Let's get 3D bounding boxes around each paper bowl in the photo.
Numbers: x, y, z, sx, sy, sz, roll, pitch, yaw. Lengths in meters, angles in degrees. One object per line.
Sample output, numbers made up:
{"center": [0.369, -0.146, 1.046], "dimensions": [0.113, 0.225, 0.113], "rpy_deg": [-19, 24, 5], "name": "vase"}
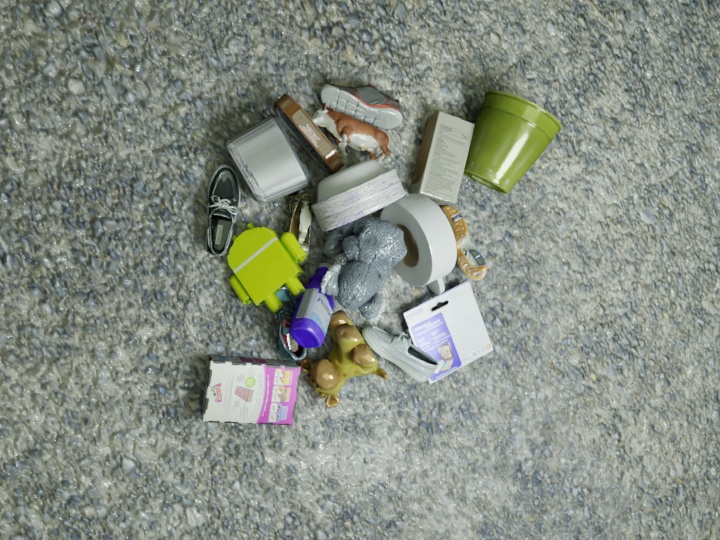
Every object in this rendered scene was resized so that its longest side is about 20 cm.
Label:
{"center": [-0.012, -0.171, 1.187], "dimensions": [0.200, 0.201, 0.104], "rpy_deg": [-26, 98, -15], "name": "paper bowl"}

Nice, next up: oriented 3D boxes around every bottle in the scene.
{"center": [-0.096, 0.071, 1.203], "dimensions": [0.084, 0.065, 0.200], "rpy_deg": [59, 33, -38], "name": "bottle"}

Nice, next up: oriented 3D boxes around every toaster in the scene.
{"center": [-0.203, -0.238, 1.172], "dimensions": [0.129, 0.114, 0.200], "rpy_deg": [-31, 103, -12], "name": "toaster"}

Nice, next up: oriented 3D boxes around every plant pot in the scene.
{"center": [0.346, -0.297, 1.321], "dimensions": [0.200, 0.200, 0.193], "rpy_deg": [25, 97, -18], "name": "plant pot"}

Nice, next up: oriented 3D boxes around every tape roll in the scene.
{"center": [0.127, -0.068, 1.241], "dimensions": [0.071, 0.202, 0.203], "rpy_deg": [-23, 100, -24], "name": "tape roll"}

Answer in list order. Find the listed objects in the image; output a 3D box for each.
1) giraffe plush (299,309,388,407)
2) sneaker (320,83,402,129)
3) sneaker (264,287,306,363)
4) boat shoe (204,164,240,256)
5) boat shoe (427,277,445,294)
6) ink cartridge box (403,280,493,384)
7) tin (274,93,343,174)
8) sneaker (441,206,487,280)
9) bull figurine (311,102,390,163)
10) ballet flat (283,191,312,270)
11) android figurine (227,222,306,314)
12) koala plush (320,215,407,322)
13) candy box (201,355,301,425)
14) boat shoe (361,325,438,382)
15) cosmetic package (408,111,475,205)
{"center": [-0.052, 0.214, 1.248], "dimensions": [0.162, 0.173, 0.200], "rpy_deg": [-35, 138, -3], "name": "giraffe plush"}
{"center": [0.003, -0.393, 1.265], "dimensions": [0.200, 0.077, 0.082], "rpy_deg": [16, 61, -19], "name": "sneaker"}
{"center": [-0.156, 0.109, 1.217], "dimensions": [0.079, 0.096, 0.200], "rpy_deg": [-19, 99, -16], "name": "sneaker"}
{"center": [-0.298, -0.129, 1.169], "dimensions": [0.074, 0.068, 0.200], "rpy_deg": [13, 90, -19], "name": "boat shoe"}
{"center": [0.175, -0.041, 1.331], "dimensions": [0.064, 0.071, 0.200], "rpy_deg": [-24, 101, -22], "name": "boat shoe"}
{"center": [0.217, 0.151, 1.371], "dimensions": [0.198, 0.043, 0.200], "rpy_deg": [-24, 102, -15], "name": "ink cartridge box"}
{"center": [-0.114, -0.296, 1.200], "dimensions": [0.042, 0.112, 0.200], "rpy_deg": [-42, 104, -2], "name": "tin"}
{"center": [0.246, -0.063, 1.360], "dimensions": [0.075, 0.088, 0.200], "rpy_deg": [-25, 79, 8], "name": "sneaker"}
{"center": [-0.018, -0.303, 1.238], "dimensions": [0.200, 0.065, 0.122], "rpy_deg": [11, 56, -25], "name": "bull figurine"}
{"center": [-0.138, -0.079, 1.221], "dimensions": [0.068, 0.075, 0.200], "rpy_deg": [6, 92, -29], "name": "ballet flat"}
{"center": [-0.208, -0.010, 1.183], "dimensions": [0.182, 0.041, 0.200], "rpy_deg": [-40, 78, 10], "name": "android figurine"}
{"center": [0.000, 0.000, 1.184], "dimensions": [0.177, 0.184, 0.200], "rpy_deg": [37, 53, -15], "name": "koala plush"}
{"center": [-0.243, 0.267, 1.217], "dimensions": [0.200, 0.061, 0.137], "rpy_deg": [8, 91, -19], "name": "candy box"}
{"center": [0.098, 0.183, 1.301], "dimensions": [0.201, 0.070, 0.072], "rpy_deg": [36, 114, -7], "name": "boat shoe"}
{"center": [0.196, -0.268, 1.323], "dimensions": [0.105, 0.071, 0.200], "rpy_deg": [16, 88, -18], "name": "cosmetic package"}
